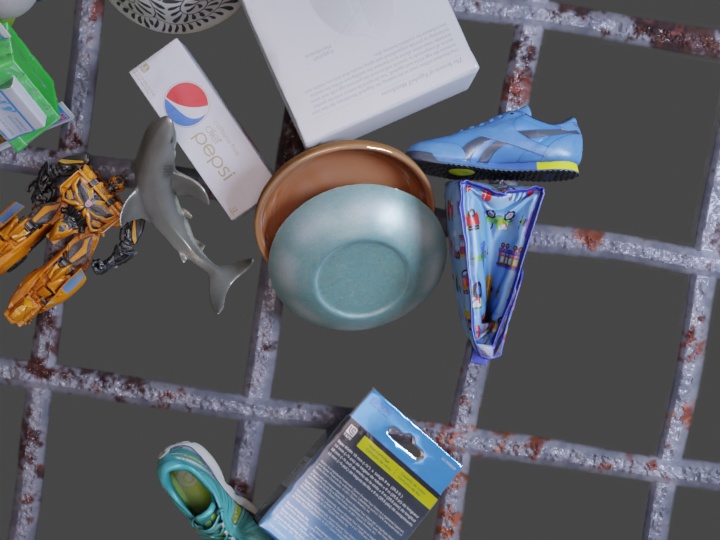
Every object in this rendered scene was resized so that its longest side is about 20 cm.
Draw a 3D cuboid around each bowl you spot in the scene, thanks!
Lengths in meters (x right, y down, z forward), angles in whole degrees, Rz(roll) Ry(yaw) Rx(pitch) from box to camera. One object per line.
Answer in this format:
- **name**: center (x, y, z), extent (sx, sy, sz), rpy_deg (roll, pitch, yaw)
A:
- **bowl**: center (-0.208, -0.365, 1.120), extent (0.200, 0.094, 0.201), rpy_deg (0, 96, 0)

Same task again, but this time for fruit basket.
- **fruit basket**: center (-0.433, -0.171, 1.099), extent (0.200, 0.185, 0.094), rpy_deg (-26, 60, -1)

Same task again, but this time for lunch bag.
- **lunch bag**: center (0.134, 0.004, 1.123), extent (0.094, 0.151, 0.200), rpy_deg (5, 95, -1)

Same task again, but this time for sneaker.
- **sneaker**: center (0.150, -0.144, 1.159), extent (0.200, 0.066, 0.079), rpy_deg (1, 83, -1)
- **sneaker**: center (-0.167, 0.287, 1.180), extent (0.077, 0.080, 0.200), rpy_deg (-41, 94, 3)

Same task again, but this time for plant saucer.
- **plant saucer**: center (0.000, 0.000, 1.128), extent (0.201, 0.039, 0.201), rpy_deg (-5, 128, -6)
- **plant saucer**: center (-0.019, -0.063, 1.131), extent (0.200, 0.037, 0.200), rpy_deg (-7, 131, -8)

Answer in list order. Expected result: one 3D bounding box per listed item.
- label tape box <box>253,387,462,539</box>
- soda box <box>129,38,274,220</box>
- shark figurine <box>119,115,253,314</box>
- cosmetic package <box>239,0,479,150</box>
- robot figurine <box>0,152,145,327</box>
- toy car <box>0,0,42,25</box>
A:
- **label tape box**: center (-0.003, 0.256, 1.181), extent (0.144, 0.063, 0.200), rpy_deg (42, 77, -3)
- **soda box**: center (-0.171, -0.156, 1.152), extent (0.068, 0.064, 0.200), rpy_deg (-34, 94, 2)
- **shark figurine**: center (-0.218, -0.054, 1.135), extent (0.128, 0.089, 0.215), rpy_deg (-6, 114, 43)
- **cosmetic package**: center (-0.006, -0.255, 1.108), extent (0.199, 0.123, 0.200), rpy_deg (-23, 88, 0)
- **robot figurine**: center (-0.342, -0.037, 1.163), extent (0.200, 0.058, 0.145), rpy_deg (-42, 95, 3)
- **toy car**: center (-0.397, -0.360, 1.098), extent (0.150, 0.175, 0.200), rpy_deg (-33, 119, -39)
